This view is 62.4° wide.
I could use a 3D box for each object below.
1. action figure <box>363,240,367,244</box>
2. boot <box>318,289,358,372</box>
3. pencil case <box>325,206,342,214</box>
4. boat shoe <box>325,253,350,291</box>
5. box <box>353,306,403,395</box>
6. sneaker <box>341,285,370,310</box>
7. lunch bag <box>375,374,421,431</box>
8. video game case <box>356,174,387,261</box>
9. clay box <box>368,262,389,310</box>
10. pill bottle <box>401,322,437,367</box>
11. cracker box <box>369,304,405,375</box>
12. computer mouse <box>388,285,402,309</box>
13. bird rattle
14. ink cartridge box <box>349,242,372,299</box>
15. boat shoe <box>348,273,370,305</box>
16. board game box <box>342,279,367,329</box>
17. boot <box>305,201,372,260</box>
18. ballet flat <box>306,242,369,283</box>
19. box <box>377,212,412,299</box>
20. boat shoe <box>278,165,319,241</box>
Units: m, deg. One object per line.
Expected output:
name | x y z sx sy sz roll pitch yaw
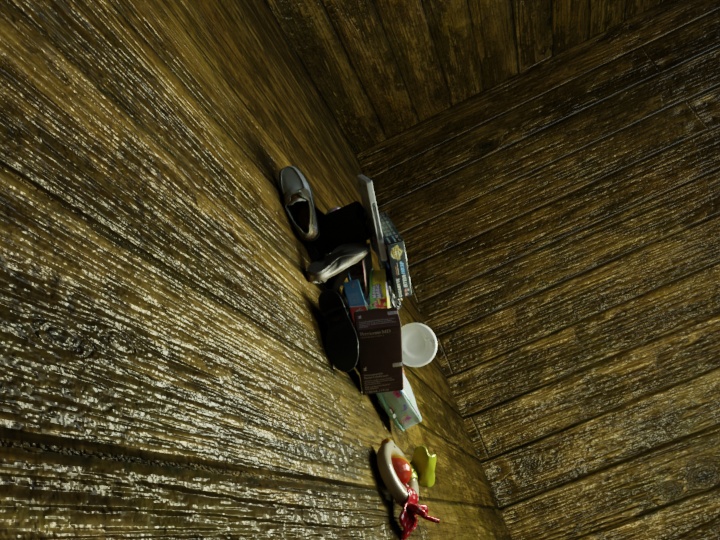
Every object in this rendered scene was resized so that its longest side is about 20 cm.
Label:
action figure | -0.037 -0.094 1.607 0.200 0.118 0.055 -137 -147 -57
boot | -0.036 0.142 1.341 0.174 0.069 0.200 66 10 -69
pencil case | -0.066 -0.114 1.794 0.091 0.083 0.200 37 21 -22
boat shoe | -0.065 -0.016 1.608 0.068 0.072 0.200 29 33 -10
box | 0.044 0.186 1.358 0.075 0.100 0.200 -101 -176 -58
sneaker | 0.010 0.119 1.659 0.200 0.074 0.088 61 5 -23
lunch bag | 0.087 0.312 1.537 0.161 0.077 0.200 62 5 -24
video game case | 0.028 -0.136 1.502 0.143 0.018 0.200 -122 -160 -72
clay box | 0.051 0.089 1.507 0.115 0.048 0.200 79 6 -50
pill bottle | 0.139 0.202 1.606 0.200 0.114 0.114 92 -25 -82
cracker box | 0.065 0.212 1.770 0.134 0.058 0.200 58 11 -44
computer mouse | 0.060 0.121 1.608 0.110 0.044 0.200 49 39 -30
bird rattle | 0.083 0.442 1.238 0.163 0.113 0.200 52 24 -10
ink cartridge box | 0.000 0.000 1.572 0.200 0.050 0.109 -65 150 -74
boat shoe | 0.020 0.061 1.878 0.200 0.069 0.084 65 8 -3
board game box | 0.006 0.146 1.469 0.153 0.040 0.200 -108 -176 -52
boot | -0.075 -0.140 1.531 0.076 0.168 0.200 48 19 -70
ballet flat | -0.052 -0.017 1.426 0.200 0.067 0.046 -32 131 -43
box | 0.079 -0.042 1.554 0.200 0.046 0.159 -113 -169 -60
boat shoe | -0.151 -0.172 1.469 0.068 0.075 0.200 43 24 -83
